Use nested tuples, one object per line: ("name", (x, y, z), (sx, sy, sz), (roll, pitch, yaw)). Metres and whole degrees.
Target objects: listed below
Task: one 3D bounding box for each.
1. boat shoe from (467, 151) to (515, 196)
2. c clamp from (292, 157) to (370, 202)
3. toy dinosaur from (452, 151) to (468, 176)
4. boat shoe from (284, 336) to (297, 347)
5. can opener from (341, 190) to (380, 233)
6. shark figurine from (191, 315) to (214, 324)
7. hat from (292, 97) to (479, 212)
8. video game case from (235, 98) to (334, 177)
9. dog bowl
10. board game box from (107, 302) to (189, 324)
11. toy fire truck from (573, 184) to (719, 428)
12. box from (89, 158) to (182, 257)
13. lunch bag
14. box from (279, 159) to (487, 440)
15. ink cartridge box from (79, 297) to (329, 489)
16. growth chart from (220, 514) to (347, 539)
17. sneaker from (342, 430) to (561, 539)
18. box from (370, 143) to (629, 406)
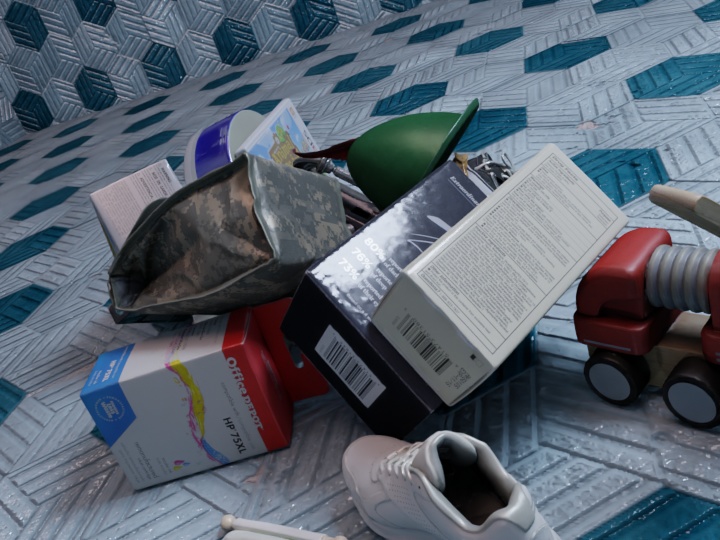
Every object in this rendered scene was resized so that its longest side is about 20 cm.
("boat shoe", (0.169, -0.105, 0.915), (0.067, 0.074, 0.200), (-32, 15, 8))
("c clamp", (0.005, -0.108, 0.950), (0.171, 0.197, 0.028), (168, 126, -81))
("toy dinosaur", (0.137, -0.037, 0.802), (0.060, 0.107, 0.202), (-19, 66, -33))
("boat shoe", (-0.082, 0.030, 0.855), (0.073, 0.061, 0.200), (-20, 22, -14))
("can opener", (-0.020, -0.070, 0.903), (0.198, 0.080, 0.063), (27, 38, 22))
("shark figurine", (-0.177, 0.059, 0.845), (0.126, 0.091, 0.215), (-19, 24, 6))
("hat", (0.004, -0.142, 0.781), (0.202, 0.175, 0.166), (-58, -5, 31))
("video game case", (-0.087, -0.129, 1.025), (0.022, 0.184, 0.201), (-22, 23, 24))
("dog bowl", (-0.149, -0.114, 1.009), (0.078, 0.202, 0.201), (-21, 23, 23))
("board game box", (-0.191, -0.002, 0.880), (0.199, 0.028, 0.135), (-38, -15, 17))
("toy fire truck", (0.225, 0.010, 0.502), (0.128, 0.203, 0.174), (-37, 30, -32))
("box", (-0.260, -0.030, 0.932), (0.100, 0.113, 0.201), (-29, -15, -19))
("lunch bag", (-0.124, -0.017, 0.697), (0.197, 0.120, 0.163), (-24, -13, 26))
("box", (0.053, 0.025, 0.634), (0.199, 0.148, 0.105), (-37, -12, -33))
("ink cartridge box", (-0.137, 0.113, 0.672), (0.196, 0.118, 0.068), (-18, 25, 7))
("growth chart", (-0.114, 0.249, 0.508), (0.143, 0.018, 0.200), (0, 33, 38))
("sneaker", (0.053, 0.141, 0.495), (0.078, 0.101, 0.198), (-36, 30, -30))
("box", (0.110, -0.003, 0.561), (0.199, 0.095, 0.078), (-37, -11, -33))
